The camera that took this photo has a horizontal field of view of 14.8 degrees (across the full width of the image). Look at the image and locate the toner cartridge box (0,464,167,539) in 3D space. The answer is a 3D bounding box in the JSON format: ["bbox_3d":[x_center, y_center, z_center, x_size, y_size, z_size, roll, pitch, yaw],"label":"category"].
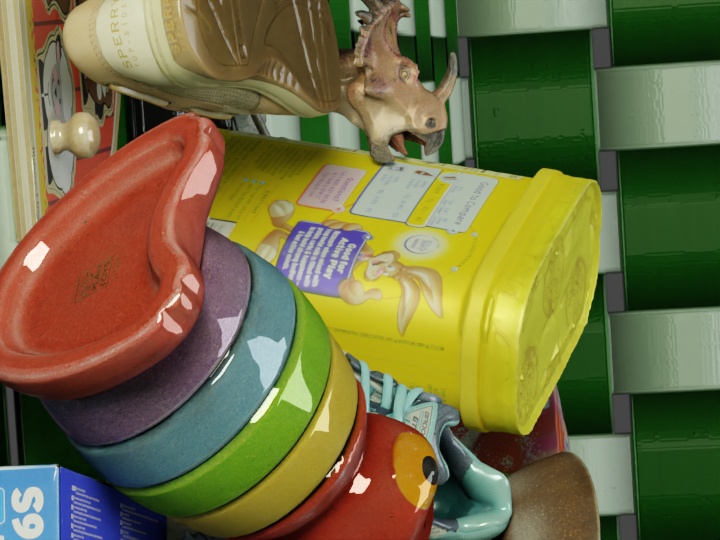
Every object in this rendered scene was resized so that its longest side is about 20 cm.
[{"bbox_3d":[-0.115,0.132,1.088,0.200,0.043,0.095,52,34,-78],"label":"toner cartridge box"}]

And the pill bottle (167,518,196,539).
[{"bbox_3d":[-0.048,0.134,1.303,0.112,0.112,0.200,-86,160,-45],"label":"pill bottle"}]

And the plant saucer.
[{"bbox_3d":[0.058,0.177,1.268,0.200,0.037,0.201,-166,-90,-78],"label":"plant saucer"}]

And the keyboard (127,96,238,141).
[{"bbox_3d":[-0.098,-0.070,1.404,0.104,0.040,0.201,-14,103,-59],"label":"keyboard"}]

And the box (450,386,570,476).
[{"bbox_3d":[0.013,0.122,1.477,0.100,0.199,0.096,70,17,-67],"label":"box"}]

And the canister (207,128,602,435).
[{"bbox_3d":[0.000,0.000,1.316,0.149,0.199,0.087,-56,151,-53],"label":"canister"}]

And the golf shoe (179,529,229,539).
[{"bbox_3d":[-0.016,0.167,1.197,0.088,0.077,0.200,48,-7,41],"label":"golf shoe"}]

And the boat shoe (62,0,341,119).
[{"bbox_3d":[-0.063,-0.101,1.196,0.200,0.064,0.072,8,73,-69],"label":"boat shoe"}]

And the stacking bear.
[{"bbox_3d":[-0.044,0.056,1.084,0.200,0.114,0.122,44,33,-32],"label":"stacking bear"}]

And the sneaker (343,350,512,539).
[{"bbox_3d":[-0.004,0.060,1.193,0.200,0.086,0.078,40,58,-41],"label":"sneaker"}]

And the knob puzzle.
[{"bbox_3d":[-0.119,-0.109,1.204,0.220,0.030,0.220,-4,90,-83],"label":"knob puzzle"}]

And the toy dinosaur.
[{"bbox_3d":[-0.040,-0.143,1.308,0.086,0.135,0.200,-106,176,-61],"label":"toy dinosaur"}]

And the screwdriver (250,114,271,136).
[{"bbox_3d":[-0.066,-0.099,1.399,0.028,0.029,0.200,-61,142,-40],"label":"screwdriver"}]

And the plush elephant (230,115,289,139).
[{"bbox_3d":[-0.002,0.005,1.575,0.200,0.154,0.165,76,13,-53],"label":"plush elephant"}]
